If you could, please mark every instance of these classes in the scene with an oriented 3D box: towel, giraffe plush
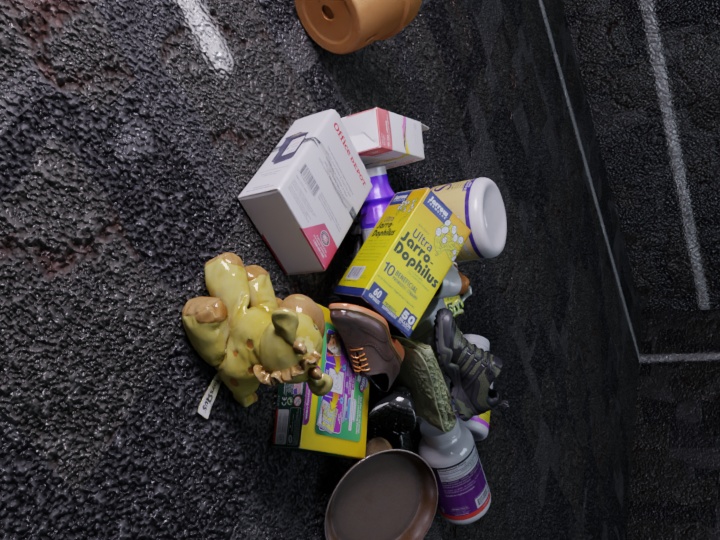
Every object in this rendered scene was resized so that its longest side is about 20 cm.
[{"bbox_3d":[0.087,0.185,1.118,0.036,0.146,0.204,-41,129,-28],"label":"towel"},{"bbox_3d":[-0.112,0.082,0.805,0.172,0.158,0.206,34,56,-50],"label":"giraffe plush"}]

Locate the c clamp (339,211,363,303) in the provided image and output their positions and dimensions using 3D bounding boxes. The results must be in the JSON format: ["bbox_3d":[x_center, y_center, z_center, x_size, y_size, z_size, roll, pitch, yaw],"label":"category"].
[{"bbox_3d":[0.000,0.000,1.130,0.171,0.026,0.206,41,50,-53],"label":"c clamp"}]

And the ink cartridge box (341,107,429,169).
[{"bbox_3d":[0.036,-0.220,1.135,0.198,0.114,0.070,-4,87,-57],"label":"ink cartridge box"}]

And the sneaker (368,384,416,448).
[{"bbox_3d":[0.054,0.220,1.067,0.201,0.074,0.090,103,4,-62],"label":"sneaker"}]

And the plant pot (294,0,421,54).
[{"bbox_3d":[-0.015,-0.446,1.048,0.141,0.197,0.203,-49,126,-28],"label":"plant pot"}]

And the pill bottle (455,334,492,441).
[{"bbox_3d":[0.226,0.243,1.366,0.104,0.102,0.205,42,50,-45],"label":"pill bottle"}]

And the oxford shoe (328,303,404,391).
[{"bbox_3d":[0.010,0.116,0.976,0.200,0.070,0.075,48,49,-44],"label":"oxford shoe"}]

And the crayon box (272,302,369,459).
[{"bbox_3d":[-0.051,0.170,0.984,0.171,0.057,0.207,30,59,-53],"label":"crayon box"}]

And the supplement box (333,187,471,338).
[{"bbox_3d":[0.066,-0.013,1.029,0.108,0.109,0.203,38,75,-22],"label":"supplement box"}]

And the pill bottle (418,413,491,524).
[{"bbox_3d":[0.178,0.378,1.259,0.113,0.110,0.205,-45,121,-50],"label":"pill bottle"}]

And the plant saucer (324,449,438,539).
[{"bbox_3d":[0.030,0.369,1.020,0.194,0.032,0.207,-7,106,-23],"label":"plant saucer"}]

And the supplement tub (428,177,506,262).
[{"bbox_3d":[0.165,-0.088,1.240,0.144,0.195,0.151,15,72,-55],"label":"supplement tub"}]

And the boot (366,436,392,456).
[{"bbox_3d":[0.062,0.363,1.125,0.143,0.069,0.208,-19,107,-59],"label":"boot"}]

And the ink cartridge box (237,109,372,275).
[{"bbox_3d":[-0.074,-0.119,0.973,0.147,0.082,0.202,60,40,-32],"label":"ink cartridge box"}]

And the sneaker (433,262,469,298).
[{"bbox_3d":[0.120,0.002,1.167,0.082,0.199,0.075,2,111,-30],"label":"sneaker"}]

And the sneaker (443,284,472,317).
[{"bbox_3d":[0.165,0.075,1.325,0.201,0.075,0.077,-53,129,-44],"label":"sneaker"}]

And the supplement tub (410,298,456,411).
[{"bbox_3d":[0.126,0.149,1.193,0.203,0.129,0.133,62,38,-25],"label":"supplement tub"}]

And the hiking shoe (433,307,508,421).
[{"bbox_3d":[0.183,0.146,1.083,0.076,0.098,0.205,-86,158,-70],"label":"hiking shoe"}]

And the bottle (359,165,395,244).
[{"bbox_3d":[0.036,-0.073,1.116,0.083,0.064,0.207,-23,104,-58],"label":"bottle"}]
